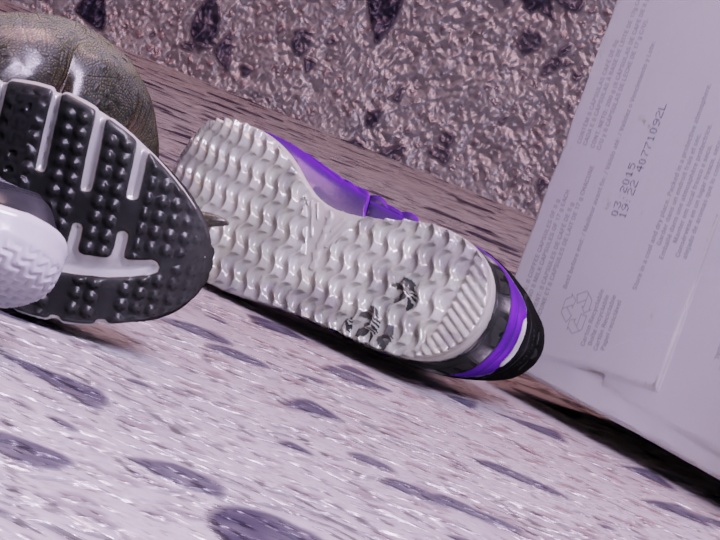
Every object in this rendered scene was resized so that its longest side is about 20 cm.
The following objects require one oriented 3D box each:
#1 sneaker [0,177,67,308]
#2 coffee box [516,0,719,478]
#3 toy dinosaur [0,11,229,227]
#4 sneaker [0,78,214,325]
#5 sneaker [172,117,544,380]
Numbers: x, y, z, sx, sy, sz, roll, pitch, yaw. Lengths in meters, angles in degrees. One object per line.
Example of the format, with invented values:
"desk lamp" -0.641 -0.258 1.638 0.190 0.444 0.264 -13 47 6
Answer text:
"sneaker" -0.161 -0.068 0.845 0.199 0.114 0.076 21 -13 23
"coffee box" 0.216 -0.002 1.212 0.197 0.201 0.200 18 4 -36
"toy dinosaur" -0.128 -0.059 1.036 0.199 0.103 0.077 18 5 -19
"sneaker" -0.139 -0.038 0.937 0.199 0.074 0.080 22 3 8
"sneaker" 0.000 0.001 1.198 0.200 0.070 0.099 30 2 38
